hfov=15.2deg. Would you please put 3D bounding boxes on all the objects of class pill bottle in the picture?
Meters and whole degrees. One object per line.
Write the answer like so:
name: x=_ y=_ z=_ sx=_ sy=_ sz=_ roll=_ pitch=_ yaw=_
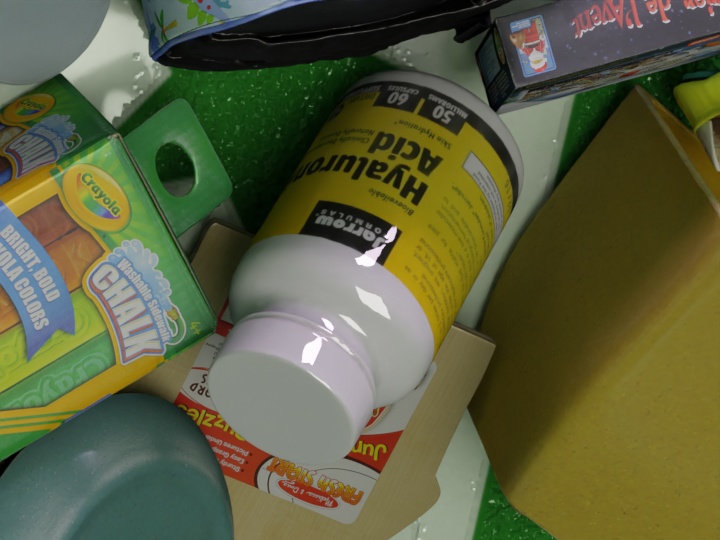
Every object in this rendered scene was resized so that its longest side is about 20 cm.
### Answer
pill bottle: x=0.000 y=0.000 z=1.385 sx=0.111 sy=0.111 sz=0.200 roll=51 pitch=48 yaw=-26

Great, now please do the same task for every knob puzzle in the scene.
knob puzzle: x=-0.047 y=0.088 z=1.492 sx=0.218 sy=0.030 sz=0.221 roll=-3 pitch=112 yaw=-8

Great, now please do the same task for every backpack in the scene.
backpack: x=-0.019 y=-0.177 z=1.337 sx=0.199 sy=0.183 sz=0.148 roll=-15 pitch=89 yaw=-17

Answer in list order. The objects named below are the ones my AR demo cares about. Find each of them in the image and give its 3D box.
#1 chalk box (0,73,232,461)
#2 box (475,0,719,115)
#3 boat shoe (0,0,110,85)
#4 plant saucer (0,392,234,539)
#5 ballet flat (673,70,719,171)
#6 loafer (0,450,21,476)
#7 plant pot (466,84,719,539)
chalk box: x=-0.157 y=-0.010 z=1.370 sx=0.200 sy=0.124 sz=0.125 roll=-32 pitch=116 yaw=-7
box: x=0.163 y=-0.129 z=1.384 sx=0.199 sy=0.137 sz=0.038 roll=-16 pitch=87 yaw=-3
boat shoe: x=-0.159 y=-0.192 z=1.344 sx=0.070 sy=0.091 sz=0.201 roll=-1 pitch=135 yaw=-19
plant saucer: x=-0.127 y=0.165 z=1.409 sx=0.200 sy=0.036 sz=0.201 roll=-22 pitch=120 yaw=-44
ballet flat: x=0.211 y=-0.082 z=1.435 sx=0.066 sy=0.200 sz=0.067 roll=4 pitch=83 yaw=-11
loafer: x=-0.185 y=0.149 z=1.412 sx=0.075 sy=0.070 sz=0.200 roll=48 pitch=60 yaw=-27
plant pot: x=0.170 y=0.060 z=1.481 sx=0.195 sy=0.194 sz=0.200 roll=39 pitch=104 yaw=-26
